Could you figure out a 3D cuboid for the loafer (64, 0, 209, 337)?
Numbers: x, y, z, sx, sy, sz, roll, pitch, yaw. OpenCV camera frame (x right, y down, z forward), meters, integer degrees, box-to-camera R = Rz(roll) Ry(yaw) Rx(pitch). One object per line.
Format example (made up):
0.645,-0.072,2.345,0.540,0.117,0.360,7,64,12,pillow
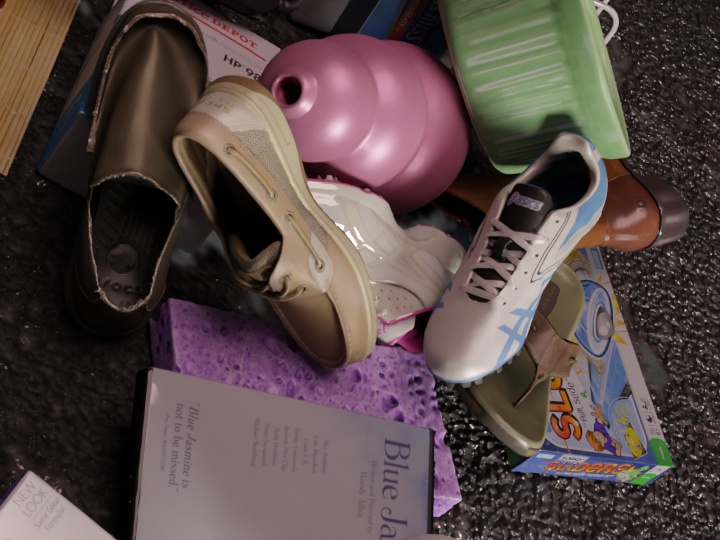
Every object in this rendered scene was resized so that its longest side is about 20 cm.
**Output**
-0.122,-0.059,0.787,0.075,0.070,0.200,8,88,-20,loafer

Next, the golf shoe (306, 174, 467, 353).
0.000,0.000,0.908,0.200,0.075,0.092,22,55,-37,golf shoe

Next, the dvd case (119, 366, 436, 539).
-0.042,0.143,0.774,0.200,0.018,0.143,16,64,-31,dvd case

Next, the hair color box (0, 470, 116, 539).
-0.119,0.203,0.640,0.200,0.065,0.109,40,48,-7,hair color box

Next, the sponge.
-0.033,0.088,0.848,0.200,0.030,0.112,14,49,-33,sponge

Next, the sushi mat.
-0.245,-0.143,0.870,0.096,0.012,0.200,28,43,-19,sushi mat

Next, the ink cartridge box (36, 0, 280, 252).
-0.127,-0.123,0.914,0.116,0.067,0.200,28,43,-19,ink cartridge box

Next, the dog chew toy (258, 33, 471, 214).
-0.003,-0.104,0.925,0.125,0.125,0.200,59,19,16,dog chew toy

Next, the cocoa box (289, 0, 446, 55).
0.025,-0.296,1.130,0.131,0.133,0.200,16,47,-22,cocoa box

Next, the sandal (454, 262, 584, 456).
0.118,0.044,0.939,0.080,0.057,0.201,38,41,-9,sandal

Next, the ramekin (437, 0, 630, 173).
0.124,-0.167,0.993,0.200,0.098,0.200,-15,90,-76,ramekin

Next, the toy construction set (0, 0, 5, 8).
-0.282,-0.192,0.823,0.131,0.092,0.200,-11,49,-3,toy construction set

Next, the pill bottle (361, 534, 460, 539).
0.054,0.203,0.719,0.200,0.111,0.111,31,38,-48,pill bottle

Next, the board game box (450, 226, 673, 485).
0.148,0.060,1.023,0.135,0.034,0.200,10,51,-34,board game box

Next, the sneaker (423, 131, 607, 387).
0.099,-0.011,0.901,0.072,0.072,0.200,20,61,32,sneaker

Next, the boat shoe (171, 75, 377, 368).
-0.052,-0.014,0.799,0.065,0.072,0.200,-53,131,-42,boat shoe

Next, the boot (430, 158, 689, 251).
0.127,-0.063,1.072,0.200,0.069,0.188,-8,41,-33,boot

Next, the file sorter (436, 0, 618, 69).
0.138,-0.257,1.185,0.124,0.139,0.200,18,47,-17,file sorter

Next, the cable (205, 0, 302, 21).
-0.142,-0.234,0.949,0.200,0.051,0.163,21,8,-33,cable
